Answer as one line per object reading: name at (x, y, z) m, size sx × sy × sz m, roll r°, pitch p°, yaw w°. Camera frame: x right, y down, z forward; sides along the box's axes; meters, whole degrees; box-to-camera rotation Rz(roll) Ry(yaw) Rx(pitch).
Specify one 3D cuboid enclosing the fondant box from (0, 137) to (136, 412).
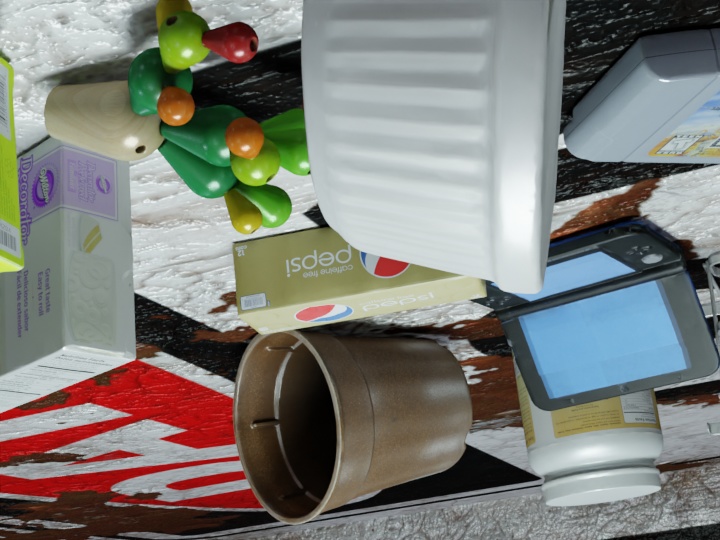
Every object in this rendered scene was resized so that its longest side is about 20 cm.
fondant box at (-0.234, 0.012, 0.787) m, size 0.199 × 0.145 × 0.058 m, roll -21°, pitch 156°, yaw 37°

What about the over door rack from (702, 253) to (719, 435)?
over door rack at (0.385, 0.077, 1.198) m, size 0.066 × 0.149 × 0.200 m, roll -4°, pitch 162°, yaw 11°

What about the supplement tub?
supplement tub at (0.243, 0.143, 1.255) m, size 0.144 × 0.201 × 0.144 m, roll -6°, pitch 162°, yaw -2°

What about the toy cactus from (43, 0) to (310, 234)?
toy cactus at (-0.097, -0.089, 0.658) m, size 0.164 × 0.103 × 0.200 m, roll 9°, pitch 168°, yaw 14°

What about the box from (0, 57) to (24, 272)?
box at (-0.285, -0.045, 0.633) m, size 0.199 × 0.123 × 0.048 m, roll -10°, pitch 165°, yaw 9°

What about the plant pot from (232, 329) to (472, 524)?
plant pot at (-0.001, 0.151, 1.243) m, size 0.197 × 0.201 × 0.200 m, roll -3°, pitch 163°, yaw -36°

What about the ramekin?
ramekin at (0.038, -0.094, 0.504) m, size 0.094 × 0.203 × 0.202 m, roll 4°, pitch 164°, yaw 11°

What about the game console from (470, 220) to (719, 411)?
game console at (0.209, 0.050, 1.098) m, size 0.199 × 0.119 × 0.170 m, roll -18°, pitch 159°, yaw 30°

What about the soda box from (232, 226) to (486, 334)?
soda box at (0.000, 0.000, 0.963) m, size 0.199 × 0.064 × 0.068 m, roll -9°, pitch 161°, yaw 10°

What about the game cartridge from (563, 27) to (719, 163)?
game cartridge at (0.249, -0.111, 0.764) m, size 0.199 × 0.042 × 0.133 m, roll -1°, pitch 165°, yaw -16°
